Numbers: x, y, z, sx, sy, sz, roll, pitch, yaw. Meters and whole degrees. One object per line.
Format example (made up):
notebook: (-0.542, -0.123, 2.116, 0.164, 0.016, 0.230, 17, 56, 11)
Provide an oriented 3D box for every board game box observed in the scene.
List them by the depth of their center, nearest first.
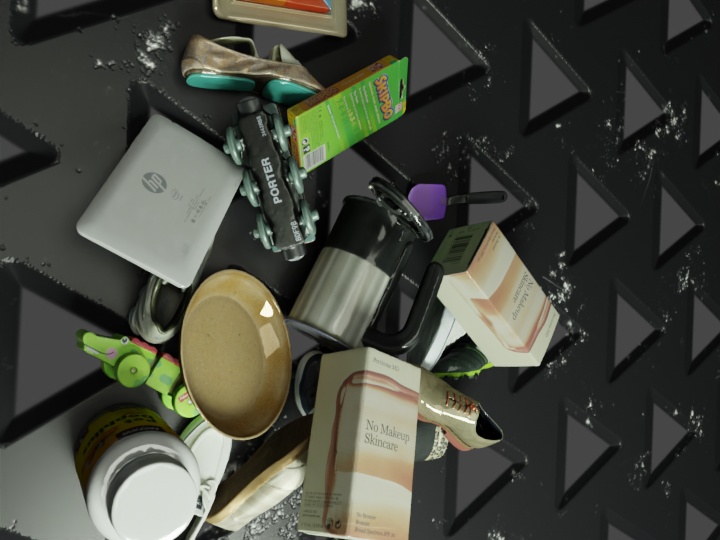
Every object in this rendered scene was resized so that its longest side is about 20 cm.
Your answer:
board game box: (-0.012, -0.217, 0.834, 0.199, 0.030, 0.096, -33, 147, -24)

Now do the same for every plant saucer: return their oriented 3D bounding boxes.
plant saucer: (-0.155, 0.101, 0.738, 0.200, 0.035, 0.203, 32, 53, -55)

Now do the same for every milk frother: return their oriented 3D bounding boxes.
milk frother: (0.000, 0.000, 0.765, 0.190, 0.179, 0.200, -64, 150, -14)

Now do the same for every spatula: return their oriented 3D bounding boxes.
spatula: (0.159, -0.113, 0.966, 0.198, 0.020, 0.057, -9, 107, -32)

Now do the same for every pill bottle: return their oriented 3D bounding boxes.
pill bottle: (-0.234, 0.212, 0.640, 0.108, 0.199, 0.111, 0, 91, -30)

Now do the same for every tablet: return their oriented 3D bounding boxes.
tablet: (-0.217, -0.085, 0.695, 0.129, 0.014, 0.202, 31, 47, -18)

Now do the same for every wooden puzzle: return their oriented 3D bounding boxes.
wooden puzzle: (-0.101, -0.416, 0.804, 0.198, 0.037, 0.188, -2, 91, -30)

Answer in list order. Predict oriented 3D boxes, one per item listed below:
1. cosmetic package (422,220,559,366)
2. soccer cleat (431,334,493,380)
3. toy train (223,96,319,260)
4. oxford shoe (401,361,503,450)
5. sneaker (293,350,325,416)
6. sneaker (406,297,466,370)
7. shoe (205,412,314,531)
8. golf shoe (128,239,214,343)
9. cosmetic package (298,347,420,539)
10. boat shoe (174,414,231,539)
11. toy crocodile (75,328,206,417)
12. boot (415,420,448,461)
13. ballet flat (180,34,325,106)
cosmetic package: (0.193, 0.038, 0.883, 0.200, 0.087, 0.104, 48, 57, -26)
soccer cleat: (0.184, 0.122, 0.966, 0.198, 0.067, 0.082, -10, 85, -36)
toy train: (-0.107, -0.114, 0.761, 0.084, 0.114, 0.202, -17, 103, 1)
oxford shoe: (0.127, 0.185, 0.857, 0.200, 0.074, 0.071, 40, 50, -30)
sneaker: (-0.031, 0.210, 0.810, 0.069, 0.108, 0.203, -8, 95, -30)
sneaker: (0.138, 0.075, 0.927, 0.070, 0.073, 0.202, 35, 74, -22)
shoe: (-0.109, 0.255, 0.771, 0.199, 0.070, 0.054, -40, 111, 3)
golf shoe: (-0.207, -0.012, 0.714, 0.078, 0.097, 0.203, 16, 81, -27)
cosmetic package: (0.003, 0.204, 0.712, 0.103, 0.087, 0.202, 25, 61, -38)
boat shoe: (-0.204, 0.272, 0.732, 0.073, 0.065, 0.202, 24, 81, -27)
toy crocodile: (-0.237, 0.119, 0.715, 0.199, 0.067, 0.062, 37, 69, -27)
boot: (0.053, 0.192, 0.886, 0.152, 0.073, 0.207, -1, 89, -36)
ballet flat: (-0.126, -0.258, 0.777, 0.198, 0.068, 0.068, 4, 81, -32)
